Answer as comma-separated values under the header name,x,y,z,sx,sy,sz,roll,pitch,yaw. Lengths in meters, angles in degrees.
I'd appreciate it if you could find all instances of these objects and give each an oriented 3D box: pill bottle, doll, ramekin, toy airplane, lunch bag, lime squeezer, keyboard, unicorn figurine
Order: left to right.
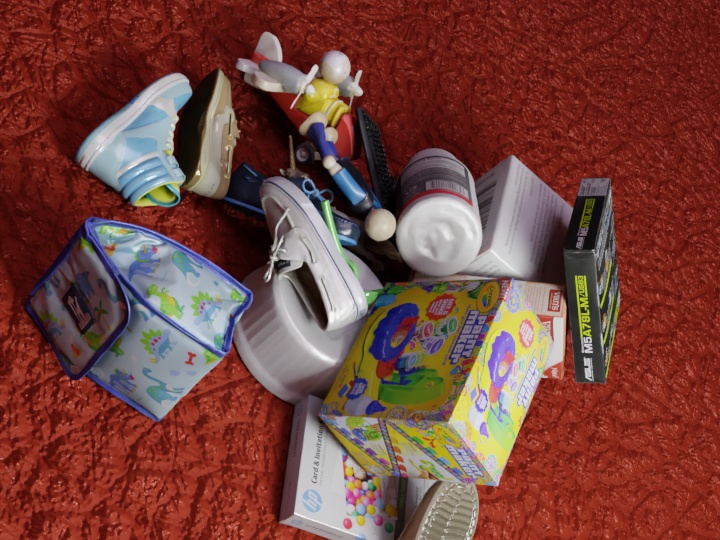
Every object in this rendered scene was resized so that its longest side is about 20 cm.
name,x,y,z,sx,sy,sz,roll,pitch,yaw
lunch bag,-0.246,0.046,1.233,0.199,0.170,0.128,37,42,-14
toy airplane,-0.075,-0.260,1.596,0.198,0.141,0.201,34,27,-30
ramekin,-0.054,0.061,1.430,0.199,0.098,0.202,20,51,-27
unicorn figurine,-0.037,-0.068,1.537,0.200,0.074,0.137,46,1,-43
doll,-0.016,-0.113,1.455,0.201,0.048,0.137,58,4,32
lime squeezer,0.000,0.000,1.389,0.071,0.038,0.200,-54,131,-11
keyboard,0.036,-0.117,1.568,0.127,0.020,0.202,49,27,-60
pill bottle,0.099,-0.085,1.498,0.110,0.111,0.201,34,24,-15

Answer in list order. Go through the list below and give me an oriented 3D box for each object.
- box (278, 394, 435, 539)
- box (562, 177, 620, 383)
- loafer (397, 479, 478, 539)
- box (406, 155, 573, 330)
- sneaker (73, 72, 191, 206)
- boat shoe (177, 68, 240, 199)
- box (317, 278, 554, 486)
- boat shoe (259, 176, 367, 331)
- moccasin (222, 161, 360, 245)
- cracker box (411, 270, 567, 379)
name,x,y,z,sx,sy,sz,roll,pitch,yaw
box,0.004,0.256,1.383,0.199,0.041,0.157,24,51,-23
box,0.301,0.010,1.477,0.201,0.047,0.195,-62,148,-54
loafer,0.072,0.325,1.318,0.075,0.068,0.202,27,83,-25
box,0.188,-0.003,1.586,0.171,0.200,0.200,37,44,-18
sneaker,-0.250,-0.153,1.433,0.130,0.080,0.200,44,53,-3
boat shoe,-0.195,-0.176,1.504,0.066,0.074,0.202,31,49,-33
box,0.090,0.126,1.325,0.122,0.191,0.201,53,51,-34
boat shoe,-0.079,-0.014,1.347,0.086,0.075,0.203,-26,80,-32
moccasin,-0.087,-0.090,1.453,0.198,0.080,0.069,22,83,17
cracker box,0.166,0.071,1.471,0.198,0.135,0.058,5,52,14
